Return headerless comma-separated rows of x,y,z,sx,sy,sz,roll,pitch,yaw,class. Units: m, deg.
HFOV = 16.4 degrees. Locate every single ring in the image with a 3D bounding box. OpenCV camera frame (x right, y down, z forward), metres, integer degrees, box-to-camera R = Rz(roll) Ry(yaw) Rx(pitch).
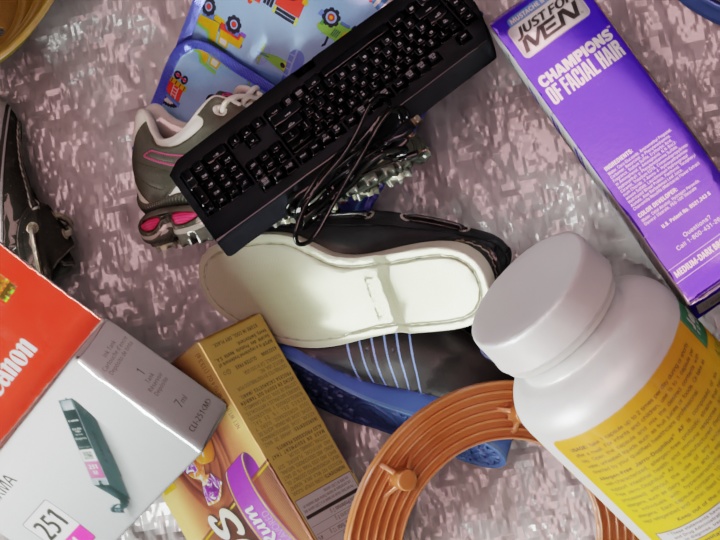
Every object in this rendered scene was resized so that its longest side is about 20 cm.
0.084,0.164,1.458,0.200,0.019,0.201,-3,96,-24,ring

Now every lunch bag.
-0.043,-0.106,1.539,0.150,0.094,0.200,31,109,12,lunch bag

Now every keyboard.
-0.013,-0.091,1.413,0.200,0.040,0.104,-38,55,0,keyboard

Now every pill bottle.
0.158,0.074,1.411,0.113,0.113,0.200,-42,111,11,pill bottle

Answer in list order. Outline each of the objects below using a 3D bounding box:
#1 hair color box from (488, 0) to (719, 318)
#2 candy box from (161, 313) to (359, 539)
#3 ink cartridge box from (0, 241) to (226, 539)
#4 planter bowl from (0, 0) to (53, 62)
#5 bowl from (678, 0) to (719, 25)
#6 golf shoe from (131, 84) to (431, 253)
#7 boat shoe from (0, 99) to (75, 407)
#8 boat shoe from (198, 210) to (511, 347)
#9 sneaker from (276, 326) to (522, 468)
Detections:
0.159,-0.072,1.457,0.065,0.109,0.200,-37,80,4,hair color box
-0.057,0.140,1.508,0.117,0.056,0.200,-36,81,49,candy box
-0.196,0.087,1.505,0.173,0.044,0.200,36,138,-7,ink cartridge box
-0.268,-0.184,1.580,0.200,0.083,0.201,-4,67,9,planter bowl
0.252,-0.237,1.474,0.200,0.039,0.201,0,88,16,bowl
-0.055,-0.069,1.474,0.200,0.077,0.088,-11,96,30,golf shoe
-0.213,-0.011,1.587,0.063,0.071,0.201,-4,84,-6,boat shoe
0.000,-0.002,1.485,0.199,0.066,0.075,-6,110,32,boat shoe
0.018,0.052,1.523,0.200,0.070,0.078,21,69,22,sneaker
